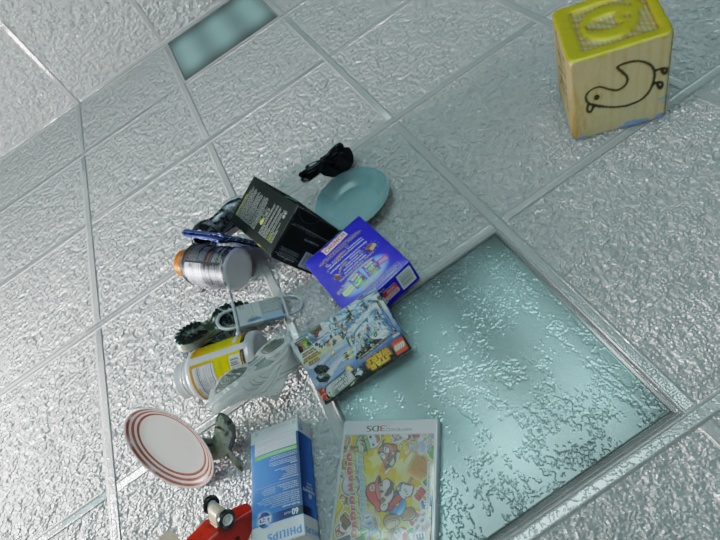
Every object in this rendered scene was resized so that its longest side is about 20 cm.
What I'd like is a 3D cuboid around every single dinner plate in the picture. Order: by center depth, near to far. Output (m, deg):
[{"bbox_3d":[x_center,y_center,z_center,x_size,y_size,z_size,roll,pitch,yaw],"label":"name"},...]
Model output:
[{"bbox_3d":[-0.364,0.336,0.983,0.197,0.203,0.024,-7,25,22],"label":"dinner plate"}]

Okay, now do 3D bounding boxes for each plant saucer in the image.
[{"bbox_3d":[-0.017,-0.170,1.267,0.198,0.039,0.203,-13,52,17],"label":"plant saucer"}]

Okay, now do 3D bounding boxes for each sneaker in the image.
[{"bbox_3d":[-0.194,0.218,0.980,0.199,0.101,0.077,-34,21,-29],"label":"sneaker"},{"bbox_3d":[-0.320,0.140,1.172,0.198,0.087,0.078,-23,45,-22],"label":"sneaker"},{"bbox_3d":[-0.374,-0.119,1.370,0.198,0.076,0.114,-32,25,9],"label":"sneaker"}]

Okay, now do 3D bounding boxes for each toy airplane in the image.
[{"bbox_3d":[-0.270,0.493,0.837,0.196,0.143,0.201,-20,23,8],"label":"toy airplane"}]

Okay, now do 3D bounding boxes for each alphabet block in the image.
[{"bbox_3d":[0.521,-0.435,1.079,0.193,0.201,0.199,-13,52,19],"label":"alphabet block"}]

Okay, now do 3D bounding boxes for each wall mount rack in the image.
[{"bbox_3d":[-0.215,0.087,1.107,0.197,0.075,0.175,-14,41,-14],"label":"wall mount rack"}]

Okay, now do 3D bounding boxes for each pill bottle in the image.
[{"bbox_3d":[-0.290,0.205,1.083,0.197,0.110,0.110,-19,50,13],"label":"pill bottle"},{"bbox_3d":[-0.378,-0.012,1.290,0.197,0.107,0.107,6,59,30],"label":"pill bottle"}]

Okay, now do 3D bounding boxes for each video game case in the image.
[{"bbox_3d":[0.044,0.351,0.861,0.179,0.023,0.202,-8,53,22],"label":"video game case"}]

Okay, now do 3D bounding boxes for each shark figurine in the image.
[{"bbox_3d":[-0.295,0.338,1.028,0.213,0.129,0.090,-25,20,31],"label":"shark figurine"}]

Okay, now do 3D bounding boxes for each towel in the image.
[{"bbox_3d":[-0.317,-0.070,1.255,0.143,0.199,0.024,9,89,32],"label":"towel"}]

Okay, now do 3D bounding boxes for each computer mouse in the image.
[{"bbox_3d":[-0.067,-0.268,1.308,0.138,0.053,0.200,-33,4,20],"label":"computer mouse"}]

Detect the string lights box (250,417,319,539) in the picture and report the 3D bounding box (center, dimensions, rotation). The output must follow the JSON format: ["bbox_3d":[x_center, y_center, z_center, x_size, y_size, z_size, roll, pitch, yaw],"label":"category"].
[{"bbox_3d":[-0.137,0.379,0.910,0.101,0.059,0.202,-21,49,12],"label":"string lights box"}]

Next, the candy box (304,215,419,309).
[{"bbox_3d":[0.000,0.000,1.108,0.169,0.077,0.200,-41,49,-3],"label":"candy box"}]

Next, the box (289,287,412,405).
[{"bbox_3d":[-0.017,0.145,0.988,0.198,0.040,0.138,-32,84,2],"label":"box"}]

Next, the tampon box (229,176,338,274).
[{"bbox_3d":[-0.182,-0.107,1.211,0.199,0.149,0.127,36,97,41],"label":"tampon box"}]
